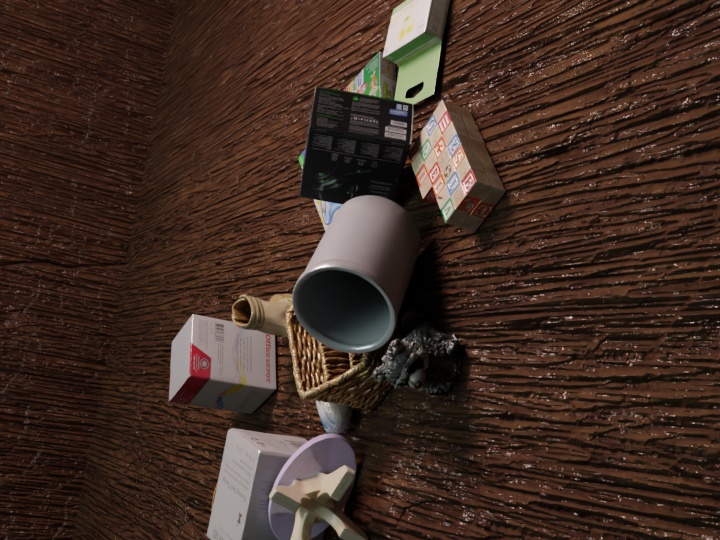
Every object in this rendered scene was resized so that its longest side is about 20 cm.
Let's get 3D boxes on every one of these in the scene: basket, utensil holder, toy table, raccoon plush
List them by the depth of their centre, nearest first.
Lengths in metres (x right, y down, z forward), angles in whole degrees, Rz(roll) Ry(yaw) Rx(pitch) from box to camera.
[{"bbox_3d":[0.061,0.122,1.371,0.200,0.132,0.099,34,108,61],"label":"raccoon plush"},{"bbox_3d":[0.000,0.000,1.443,0.170,0.168,0.202,-49,12,41],"label":"utensil holder"},{"bbox_3d":[-0.074,0.380,1.484,0.117,0.181,0.204,-134,64,-73],"label":"toy table"},{"bbox_3d":[-0.028,0.114,1.531,0.143,0.146,0.203,-53,34,36],"label":"basket"}]

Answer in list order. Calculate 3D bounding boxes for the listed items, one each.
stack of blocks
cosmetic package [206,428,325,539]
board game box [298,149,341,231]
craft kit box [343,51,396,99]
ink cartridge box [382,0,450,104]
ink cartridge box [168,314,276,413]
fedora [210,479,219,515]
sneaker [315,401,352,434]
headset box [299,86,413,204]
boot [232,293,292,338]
[{"bbox_3d":[0.146,-0.155,1.419,0.116,0.058,0.202,-55,34,35],"label":"stack of blocks"},{"bbox_3d":[-0.159,0.411,1.625,0.167,0.163,0.205,9,86,62],"label":"cosmetic package"},{"bbox_3d":[-0.048,-0.169,1.745,0.135,0.034,0.203,-45,60,48],"label":"board game box"},{"bbox_3d":[0.004,-0.288,1.770,0.199,0.048,0.202,-37,49,51],"label":"craft kit box"},{"bbox_3d":[0.094,-0.400,1.634,0.145,0.047,0.204,-13,61,59],"label":"ink cartridge box"},{"bbox_3d":[-0.294,0.205,1.943,0.145,0.196,0.148,-46,39,47],"label":"ink cartridge box"},{"bbox_3d":[-0.220,0.488,1.757,0.080,0.201,0.204,-12,59,15],"label":"fedora"},{"bbox_3d":[-0.055,0.200,1.631,0.073,0.070,0.203,122,151,-44],"label":"sneaker"},{"bbox_3d":[-0.011,-0.198,1.554,0.201,0.170,0.094,104,174,-55],"label":"headset box"},{"bbox_3d":[-0.193,0.084,1.849,0.200,0.153,0.074,41,113,60],"label":"boot"}]
